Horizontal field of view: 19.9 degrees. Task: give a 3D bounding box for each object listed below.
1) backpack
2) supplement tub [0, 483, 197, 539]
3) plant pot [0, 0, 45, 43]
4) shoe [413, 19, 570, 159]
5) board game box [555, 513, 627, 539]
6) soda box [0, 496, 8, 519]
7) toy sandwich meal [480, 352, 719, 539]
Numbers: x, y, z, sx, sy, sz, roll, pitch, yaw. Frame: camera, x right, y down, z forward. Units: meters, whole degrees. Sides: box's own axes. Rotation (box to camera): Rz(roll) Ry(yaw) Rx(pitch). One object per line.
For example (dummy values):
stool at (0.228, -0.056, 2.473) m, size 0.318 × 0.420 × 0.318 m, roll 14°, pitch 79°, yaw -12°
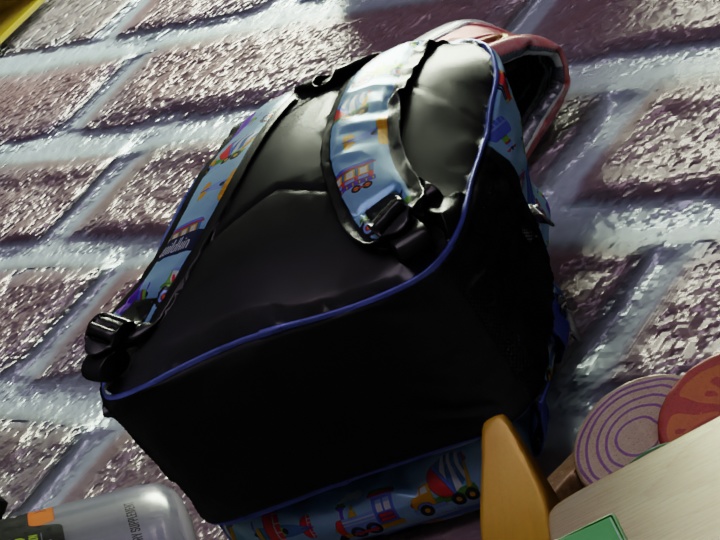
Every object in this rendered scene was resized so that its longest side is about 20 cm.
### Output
backpack at (0.000, 0.000, 0.860) m, size 0.182 × 0.135 × 0.200 m, roll -22°, pitch 29°, yaw 26°
supplement tub at (-0.146, 0.155, 0.717) m, size 0.199 × 0.123 × 0.123 m, roll -14°, pitch 24°, yaw -9°
plant pot at (-0.406, -0.231, 1.686) m, size 0.176 × 0.200 × 0.200 m, roll -17°, pitch 29°, yaw 54°
shoe at (0.010, -0.057, 1.017) m, size 0.200 × 0.072 × 0.091 m, roll -36°, pitch 20°, yaw -13°
board game box at (0.042, 0.164, 0.515) m, size 0.134 × 0.029 × 0.200 m, roll -24°, pitch 40°, yaw 0°
soda box at (-0.218, 0.167, 0.810) m, size 0.063 × 0.071 × 0.201 m, roll 17°, pitch 81°, yaw 40°
toy sandwich meal at (0.109, 0.079, 0.671) m, size 0.205 × 0.070 × 0.205 m, roll -27°, pitch 27°, yaw 15°
